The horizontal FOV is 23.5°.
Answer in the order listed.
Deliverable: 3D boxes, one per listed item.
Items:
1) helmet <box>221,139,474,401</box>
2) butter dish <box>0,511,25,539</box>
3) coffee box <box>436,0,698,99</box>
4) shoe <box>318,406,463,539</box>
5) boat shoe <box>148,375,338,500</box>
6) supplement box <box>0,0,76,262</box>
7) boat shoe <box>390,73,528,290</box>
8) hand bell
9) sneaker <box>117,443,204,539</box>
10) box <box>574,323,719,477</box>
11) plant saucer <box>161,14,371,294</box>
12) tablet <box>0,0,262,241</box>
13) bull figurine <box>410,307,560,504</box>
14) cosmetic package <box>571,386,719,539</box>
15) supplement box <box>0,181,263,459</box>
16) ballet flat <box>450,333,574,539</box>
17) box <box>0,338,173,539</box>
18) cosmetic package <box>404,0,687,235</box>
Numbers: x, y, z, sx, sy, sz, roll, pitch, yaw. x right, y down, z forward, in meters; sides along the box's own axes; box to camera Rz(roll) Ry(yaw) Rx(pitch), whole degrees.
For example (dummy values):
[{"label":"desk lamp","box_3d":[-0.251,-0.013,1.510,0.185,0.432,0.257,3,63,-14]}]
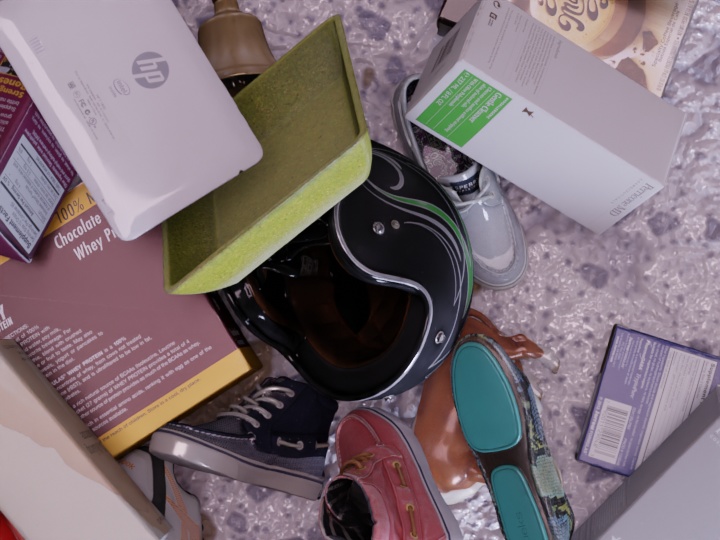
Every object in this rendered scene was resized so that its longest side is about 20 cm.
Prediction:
[{"label":"helmet","box_3d":[0.000,0.000,1.401,0.191,0.200,0.200,41,89,-29]},{"label":"butter dish","box_3d":[-0.321,0.279,1.379,0.147,0.199,0.201,-31,87,-28]},{"label":"coffee box","box_3d":[0.175,-0.222,1.462,0.198,0.080,0.114,21,88,2]},{"label":"shoe","box_3d":[0.005,0.169,1.389,0.091,0.200,0.072,21,112,-34]},{"label":"boat shoe","box_3d":[-0.093,0.125,1.410,0.074,0.200,0.094,9,80,34]},{"label":"supplement box","box_3d":[-0.284,-0.127,1.354,0.130,0.103,0.201,16,67,23]},{"label":"boat shoe","box_3d":[0.081,-0.075,1.462,0.070,0.072,0.202,-27,87,0]},{"label":"hand bell","box_3d":[-0.117,-0.240,1.480,0.103,0.104,0.202,-10,74,1]},{"label":"sneaker","box_3d":[-0.151,0.232,1.434,0.080,0.073,0.201,-41,122,-34]},{"label":"box","box_3d":[0.294,0.133,1.468,0.198,0.032,0.122,17,89,3]},{"label":"plant saucer","box_3d":[-0.068,-0.081,1.341,0.199,0.200,0.048,-37,121,17]},{"label":"tablet","box_3d":[-0.175,-0.137,1.288,0.130,0.014,0.201,-32,92,-14]},{"label":"bull figurine","box_3d":[0.089,0.135,1.457,0.120,0.065,0.202,14,94,-5]},{"label":"cosmetic package","box_3d":[0.264,0.206,1.414,0.107,0.090,0.200,40,108,-1]},{"label":"supplement box","box_3d":[-0.217,0.047,1.432,0.196,0.133,0.201,-32,88,0]},{"label":"ballet flat","box_3d":[0.126,0.140,1.402,0.074,0.074,0.202,-15,99,0]},{"label":"box","box_3d":[-0.238,0.152,1.317,0.078,0.095,0.200,-41,89,-1]},{"label":"cosmetic package","box_3d":[0.152,-0.127,1.413,0.199,0.108,0.085,30,58,-10]}]
